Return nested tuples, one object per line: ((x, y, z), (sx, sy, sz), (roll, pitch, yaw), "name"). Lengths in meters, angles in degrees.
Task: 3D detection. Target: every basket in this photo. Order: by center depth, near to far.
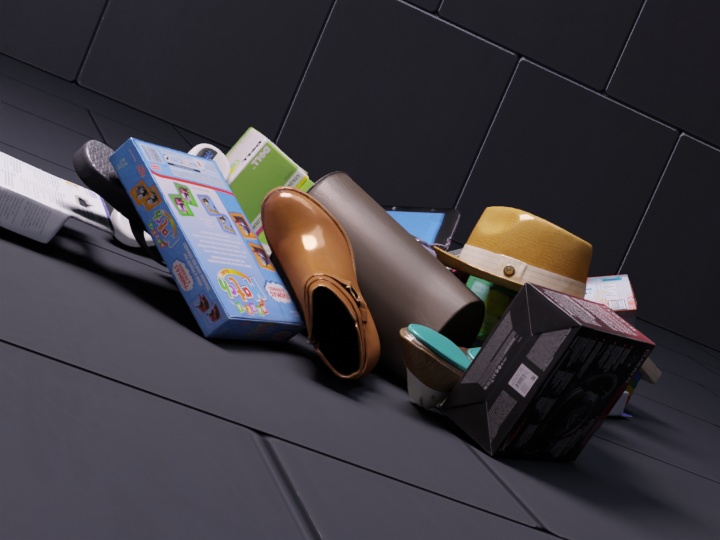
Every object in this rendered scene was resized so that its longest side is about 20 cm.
((0.019, 0.024, 1.511), (0.200, 0.181, 0.136), (37, 42, 23), "basket")

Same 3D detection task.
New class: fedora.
((0.177, -0.015, 1.526), (0.200, 0.082, 0.201), (19, 1, 0), "fedora")

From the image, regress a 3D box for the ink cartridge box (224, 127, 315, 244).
((-0.131, -0.078, 1.697), (0.076, 0.148, 0.200), (41, 0, -19), "ink cartridge box")

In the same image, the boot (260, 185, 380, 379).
((-0.043, 0.013, 1.370), (0.155, 0.076, 0.201), (-38, 106, -83), "boot")

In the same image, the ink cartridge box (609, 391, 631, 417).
((0.246, 0.131, 1.899), (0.196, 0.043, 0.200), (27, 8, 29), "ink cartridge box")

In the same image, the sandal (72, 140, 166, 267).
((-0.201, -0.048, 1.404), (0.200, 0.043, 0.076), (42, 22, -22), "sandal")

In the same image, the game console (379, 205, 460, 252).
((0.013, -0.058, 1.952), (0.199, 0.119, 0.172), (3, -16, 22), "game console")

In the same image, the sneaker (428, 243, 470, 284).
((0.076, -0.001, 1.695), (0.081, 0.199, 0.075), (57, 18, -60), "sneaker")

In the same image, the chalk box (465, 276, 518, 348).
((0.176, 0.084, 1.656), (0.125, 0.124, 0.200), (27, 7, 35), "chalk box")

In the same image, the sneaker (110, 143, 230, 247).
((-0.231, -0.059, 1.644), (0.073, 0.112, 0.200), (48, 41, -2), "sneaker")

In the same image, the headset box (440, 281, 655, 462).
((0.188, 0.102, 1.399), (0.077, 0.149, 0.200), (40, 15, 30), "headset box")

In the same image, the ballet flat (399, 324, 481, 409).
((0.088, 0.103, 1.414), (0.068, 0.072, 0.200), (47, 18, 30), "ballet flat")

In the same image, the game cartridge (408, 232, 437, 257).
((0.000, 0.000, 1.677), (0.038, 0.130, 0.200), (28, 1, -45), "game cartridge")

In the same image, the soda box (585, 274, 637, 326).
((0.241, 0.056, 1.813), (0.199, 0.069, 0.064), (-4, 45, -1), "soda box")

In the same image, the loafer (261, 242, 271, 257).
((-0.130, -0.008, 1.545), (0.070, 0.070, 0.200), (38, 13, 32), "loafer")

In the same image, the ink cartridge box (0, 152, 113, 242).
((-0.345, -0.079, 1.412), (0.199, 0.043, 0.196), (25, 6, -18), "ink cartridge box")

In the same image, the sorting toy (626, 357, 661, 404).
((0.281, 0.095, 1.989), (0.198, 0.070, 0.200), (23, -14, 42), "sorting toy")

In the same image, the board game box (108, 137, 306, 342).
((-0.142, -0.026, 1.373), (0.200, 0.037, 0.151), (59, 19, 18), "board game box")
